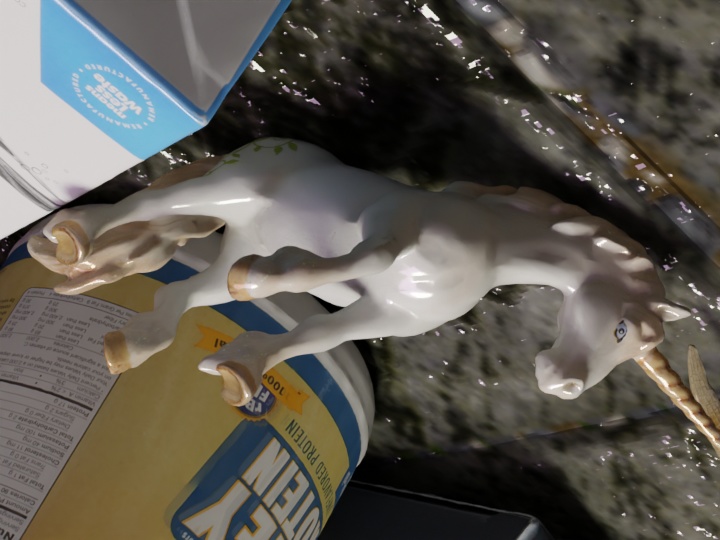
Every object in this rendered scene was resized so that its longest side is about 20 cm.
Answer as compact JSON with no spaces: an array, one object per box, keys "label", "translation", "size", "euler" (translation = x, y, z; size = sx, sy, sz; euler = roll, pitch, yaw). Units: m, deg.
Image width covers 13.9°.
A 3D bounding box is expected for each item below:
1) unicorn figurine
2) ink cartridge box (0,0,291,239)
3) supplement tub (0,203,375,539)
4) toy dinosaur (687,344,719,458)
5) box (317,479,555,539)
[{"label":"unicorn figurine","translation":[0.000,0.000,0.880],"size":[0.200,0.137,0.074],"euler":[35,131,37]},{"label":"ink cartridge box","translation":[-0.120,-0.075,0.897],"size":[0.116,0.068,0.200],"euler":[41,149,-16]},{"label":"supplement tub","translation":[-0.097,0.093,1.002],"size":[0.144,0.200,0.145],"euler":[22,150,13]},{"label":"toy dinosaur","translation":[0.160,0.114,0.882],"size":[0.200,0.101,0.058],"euler":[35,180,23]},{"label":"box","translation":[0.038,0.178,1.094],"size":[0.148,0.104,0.200],"euler":[6,144,50]}]
